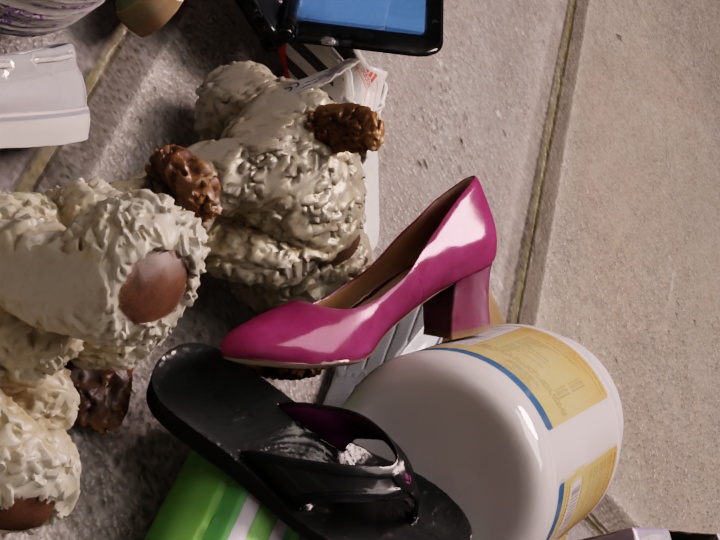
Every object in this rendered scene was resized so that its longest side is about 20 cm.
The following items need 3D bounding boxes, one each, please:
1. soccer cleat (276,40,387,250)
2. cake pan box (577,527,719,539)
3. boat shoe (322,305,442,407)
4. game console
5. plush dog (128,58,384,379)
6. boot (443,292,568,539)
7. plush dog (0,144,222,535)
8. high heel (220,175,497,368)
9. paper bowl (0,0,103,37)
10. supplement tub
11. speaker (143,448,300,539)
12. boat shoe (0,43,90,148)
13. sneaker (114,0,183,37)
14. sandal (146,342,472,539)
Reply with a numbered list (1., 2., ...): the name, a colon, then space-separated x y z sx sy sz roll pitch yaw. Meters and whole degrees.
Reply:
1. soccer cleat: -0.012 -0.113 0.974 0.068 0.085 0.202 9 63 -51
2. cake pan box: 0.158 0.223 0.902 0.183 0.199 0.053 15 58 -51
3. boat shoe: 0.018 0.082 0.928 0.201 0.071 0.062 -61 137 -41
4. game console: -0.026 -0.254 0.941 0.177 0.115 0.201 57 23 -33
5. plush dog: -0.040 -0.026 0.840 0.201 0.159 0.173 -66 146 -48
6. boot: 0.096 0.114 1.008 0.202 0.066 0.175 64 22 -4
7. plush dog: -0.151 0.011 0.668 0.160 0.201 0.171 39 21 16
8. high heel: 0.000 0.000 0.755 0.199 0.067 0.097 -10 99 -42
9. paper bowl: -0.221 -0.231 0.747 0.200 0.104 0.203 30 49 -40
10. supplement tub: 0.083 0.112 0.825 0.199 0.144 0.146 -9 77 -63
11. speaker: -0.082 0.163 0.710 0.089 0.088 0.201 50 37 -21
12. boat shoe: -0.217 -0.097 0.685 0.199 0.071 0.069 -13 101 -55
13. sneaker: -0.156 -0.249 0.882 0.090 0.067 0.202 40 36 -32
14. sandal: -0.026 0.100 0.700 0.199 0.048 0.075 30 41 3
